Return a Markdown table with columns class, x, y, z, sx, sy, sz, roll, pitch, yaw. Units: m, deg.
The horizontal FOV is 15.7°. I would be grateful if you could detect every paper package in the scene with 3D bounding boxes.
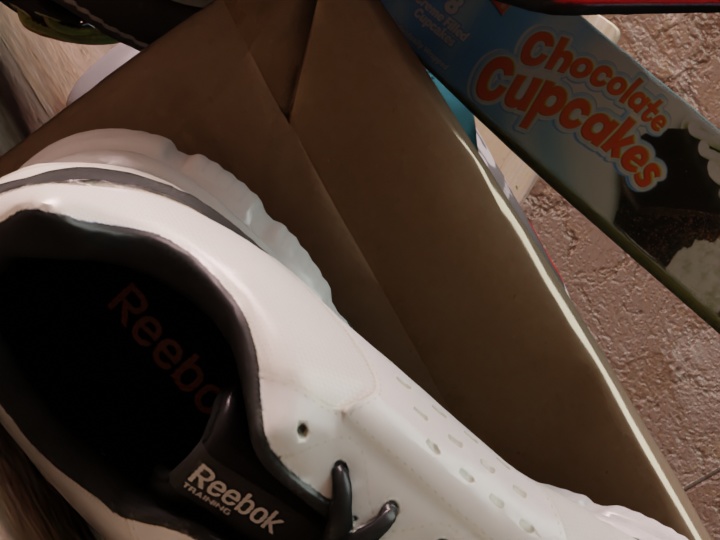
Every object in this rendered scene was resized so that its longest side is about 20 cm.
| class | x | y | z | sx | sy | sz | roll | pitch | yaw |
| --- | --- | --- | --- | --- | --- | --- | --- | --- | --- |
| paper package | 0.006 | 0.039 | 0.600 | 0.191 | 0.103 | 0.200 | 60 | 3 | 3 |

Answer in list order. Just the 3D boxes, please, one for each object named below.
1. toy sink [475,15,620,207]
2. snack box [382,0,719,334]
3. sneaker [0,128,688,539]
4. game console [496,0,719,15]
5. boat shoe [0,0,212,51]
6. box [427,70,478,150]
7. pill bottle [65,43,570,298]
| class | x | y | z | sx | sy | sz | roll | pitch | yaw |
| --- | --- | --- | --- | --- | --- | --- | --- | --- | --- |
| toy sink | -0.002 | -0.032 | 0.994 | 0.112 | 0.200 | 0.130 | 30 | 3 | 0 |
| snack box | 0.097 | -0.003 | 0.653 | 0.200 | 0.037 | 0.116 | 43 | 3 | 26 |
| sneaker | 0.001 | 0.054 | 0.459 | 0.200 | 0.074 | 0.080 | 38 | 9 | 6 |
| game console | -0.019 | -0.089 | 0.565 | 0.200 | 0.031 | 0.177 | 18 | 17 | 20 |
| boat shoe | -0.073 | -0.096 | 0.700 | 0.201 | 0.072 | 0.061 | 48 | -46 | 49 |
| box | -0.005 | -0.031 | 0.749 | 0.082 | 0.049 | 0.200 | -179 | -99 | -65 |
| pill bottle | 0.000 | 0.000 | 0.861 | 0.200 | 0.114 | 0.114 | 59 | 2 | -16 |
